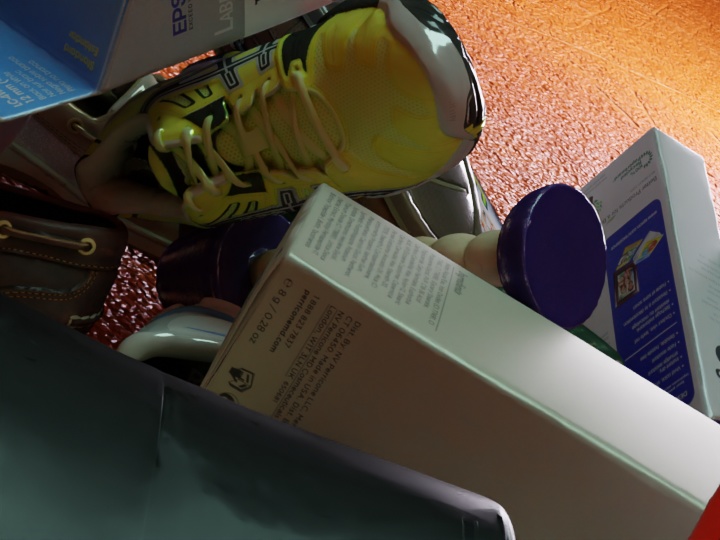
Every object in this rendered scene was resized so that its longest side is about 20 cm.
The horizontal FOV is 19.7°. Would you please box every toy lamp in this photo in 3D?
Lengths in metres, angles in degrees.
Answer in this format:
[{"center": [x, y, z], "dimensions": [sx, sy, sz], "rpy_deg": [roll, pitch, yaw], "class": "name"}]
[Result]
[{"center": [0.000, 0.000, 0.792], "dimensions": [0.199, 0.059, 0.058], "rpy_deg": [-2, -6, 41], "class": "toy lamp"}]

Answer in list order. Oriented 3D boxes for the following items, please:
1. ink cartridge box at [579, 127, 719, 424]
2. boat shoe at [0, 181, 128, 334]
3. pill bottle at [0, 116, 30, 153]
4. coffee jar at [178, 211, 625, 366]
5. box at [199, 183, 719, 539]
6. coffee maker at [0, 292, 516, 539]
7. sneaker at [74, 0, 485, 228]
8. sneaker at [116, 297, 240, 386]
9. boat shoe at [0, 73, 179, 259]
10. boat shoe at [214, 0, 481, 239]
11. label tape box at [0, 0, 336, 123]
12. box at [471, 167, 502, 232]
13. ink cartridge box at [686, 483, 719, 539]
[{"center": [0.122, 0.039, 0.922], "dimensions": [0.039, 0.099, 0.201], "rpy_deg": [28, 41, -28], "class": "ink cartridge box"}, {"center": [-0.184, -0.031, 0.775], "dimensions": [0.199, 0.071, 0.071], "rpy_deg": [23, 21, -18], "class": "boat shoe"}, {"center": [-0.230, -0.128, 0.880], "dimensions": [0.200, 0.112, 0.111], "rpy_deg": [41, 22, 27], "class": "pill bottle"}, {"center": [0.012, 0.021, 0.888], "dimensions": [0.104, 0.086, 0.200], "rpy_deg": [-29, 55, -27], "class": "coffee jar"}, {"center": [0.049, 0.058, 0.688], "dimensions": [0.199, 0.069, 0.082], "rpy_deg": [32, 21, -2], "class": "box"}, {"center": [-0.062, 0.082, 0.501], "dimensions": [0.199, 0.192, 0.136], "rpy_deg": [23, 62, -17], "class": "coffee maker"}, {"center": [-0.031, -0.047, 0.764], "dimensions": [0.076, 0.199, 0.076], "rpy_deg": [-34, 102, -35], "class": "sneaker"}, {"center": [-0.007, 0.076, 0.748], "dimensions": [0.199, 0.075, 0.087], "rpy_deg": [26, 2, 9], "class": "sneaker"}, {"center": [-0.112, -0.061, 0.957], "dimensions": [0.199, 0.067, 0.074], "rpy_deg": [26, 20, -13], "class": "boat shoe"}, {"center": [-0.015, -0.071, 0.874], "dimensions": [0.072, 0.068, 0.201], "rpy_deg": [15, 45, -54], "class": "boat shoe"}, {"center": [-0.091, -0.139, 0.778], "dimensions": [0.199, 0.067, 0.143], "rpy_deg": [-24, 43, -34], "class": "label tape box"}, {"center": [0.037, -0.035, 1.012], "dimensions": [0.201, 0.035, 0.110], "rpy_deg": [60, 10, -18], "class": "box"}, {"center": [0.144, 0.153, 0.605], "dimensions": [0.162, 0.201, 0.057], "rpy_deg": [26, 17, -10], "class": "ink cartridge box"}]
